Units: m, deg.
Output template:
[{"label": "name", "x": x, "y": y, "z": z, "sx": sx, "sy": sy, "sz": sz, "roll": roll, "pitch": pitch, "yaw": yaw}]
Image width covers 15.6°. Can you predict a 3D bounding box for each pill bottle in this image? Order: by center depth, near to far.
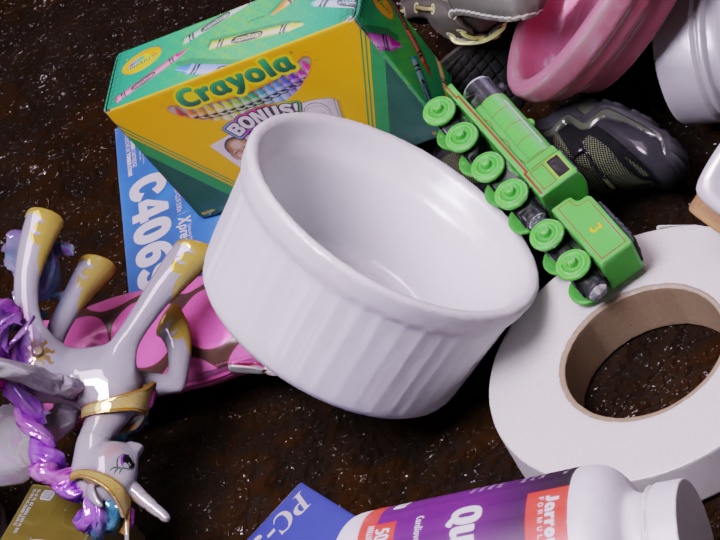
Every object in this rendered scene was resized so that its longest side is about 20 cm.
[{"label": "pill bottle", "x": 0.091, "y": 0.171, "z": 1.445, "sx": 0.199, "sy": 0.113, "sz": 0.113, "roll": -14, "pitch": 42, "yaw": 20}, {"label": "pill bottle", "x": 0.292, "y": -0.150, "z": 1.650, "sx": 0.199, "sy": 0.113, "sz": 0.114, "roll": -7, "pitch": 45, "yaw": 28}]

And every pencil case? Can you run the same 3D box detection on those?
[{"label": "pencil case", "x": -0.120, "y": 0.053, "z": 1.729, "sx": 0.199, "sy": 0.091, "sz": 0.094, "roll": -17, "pitch": 52, "yaw": 21}]

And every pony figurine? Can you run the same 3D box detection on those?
[{"label": "pony figurine", "x": -0.193, "y": 0.064, "z": 1.621, "sx": 0.192, "sy": 0.167, "sz": 0.200, "roll": 12, "pitch": 59, "yaw": 1}]

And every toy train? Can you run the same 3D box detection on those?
[{"label": "toy train", "x": 0.107, "y": -0.055, "z": 1.641, "sx": 0.056, "sy": 0.042, "sz": 0.200, "roll": -36, "pitch": 52, "yaw": -2}]

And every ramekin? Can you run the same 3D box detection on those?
[{"label": "ramekin", "x": 0.000, "y": 0.000, "z": 1.619, "sx": 0.098, "sy": 0.200, "sz": 0.201, "roll": -59, "pitch": 31, "yaw": 27}]

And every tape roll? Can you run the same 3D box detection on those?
[{"label": "tape roll", "x": 0.174, "y": 0.058, "z": 1.569, "sx": 0.202, "sy": 0.037, "sz": 0.203, "roll": -18, "pitch": 40, "yaw": 16}]

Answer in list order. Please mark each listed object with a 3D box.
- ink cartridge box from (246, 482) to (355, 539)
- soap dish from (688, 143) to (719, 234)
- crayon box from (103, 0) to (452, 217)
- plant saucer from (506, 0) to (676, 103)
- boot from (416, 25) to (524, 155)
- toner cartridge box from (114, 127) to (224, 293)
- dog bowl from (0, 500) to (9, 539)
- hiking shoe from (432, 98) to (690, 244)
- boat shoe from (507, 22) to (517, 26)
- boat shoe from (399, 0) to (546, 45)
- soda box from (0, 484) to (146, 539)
[{"label": "ink cartridge box", "x": -0.065, "y": 0.224, "z": 1.544, "sx": 0.200, "sy": 0.044, "sz": 0.094, "roll": -46, "pitch": 43, "yaw": -17}, {"label": "soap dish", "x": 0.305, "y": -0.048, "z": 1.511, "sx": 0.200, "sy": 0.081, "sz": 0.158, "roll": 40, "pitch": 100, "yaw": 40}, {"label": "crayon box", "x": -0.054, "y": -0.118, "z": 1.746, "sx": 0.200, "sy": 0.119, "sz": 0.058, "roll": -18, "pitch": 43, "yaw": 27}, {"label": "plant saucer", "x": 0.164, "y": -0.191, "z": 1.682, "sx": 0.201, "sy": 0.051, "sz": 0.201, "roll": -59, "pitch": 13, "yaw": 22}, {"label": "boot", "x": 0.019, "y": -0.112, "z": 1.828, "sx": 0.200, "sy": 0.068, "sz": 0.131, "roll": -43, "pitch": 36, "yaw": -15}, {"label": "toner cartridge box", "x": -0.119, "y": -0.045, "z": 1.859, "sx": 0.095, "sy": 0.043, "sz": 0.200, "roll": -22, "pitch": 40, "yaw": 9}, {"label": "dog bowl", "x": -0.313, "y": 0.194, "z": 1.712, "sx": 0.200, "sy": 0.074, "sz": 0.200, "roll": -17, "pitch": 42, "yaw": 16}, {"label": "hiking shoe", "x": 0.123, "y": -0.052, "z": 1.702, "sx": 0.200, "sy": 0.076, "sz": 0.101, "roll": 2, "pitch": 61, "yaw": 43}, {"label": "boat shoe", "x": 0.163, "y": -0.208, "z": 1.826, "sx": 0.199, "sy": 0.076, "sz": 0.072, "roll": 2, "pitch": 48, "yaw": 32}, {"label": "boat shoe", "x": 0.075, "y": -0.184, "z": 1.764, "sx": 0.072, "sy": 0.060, "sz": 0.202, "roll": -6, "pitch": 14, "yaw": -19}, {"label": "soda box", "x": -0.207, "y": 0.231, "z": 1.613, "sx": 0.068, "sy": 0.064, "sz": 0.200, "roll": 3, "pitch": 51, "yaw": 33}]
